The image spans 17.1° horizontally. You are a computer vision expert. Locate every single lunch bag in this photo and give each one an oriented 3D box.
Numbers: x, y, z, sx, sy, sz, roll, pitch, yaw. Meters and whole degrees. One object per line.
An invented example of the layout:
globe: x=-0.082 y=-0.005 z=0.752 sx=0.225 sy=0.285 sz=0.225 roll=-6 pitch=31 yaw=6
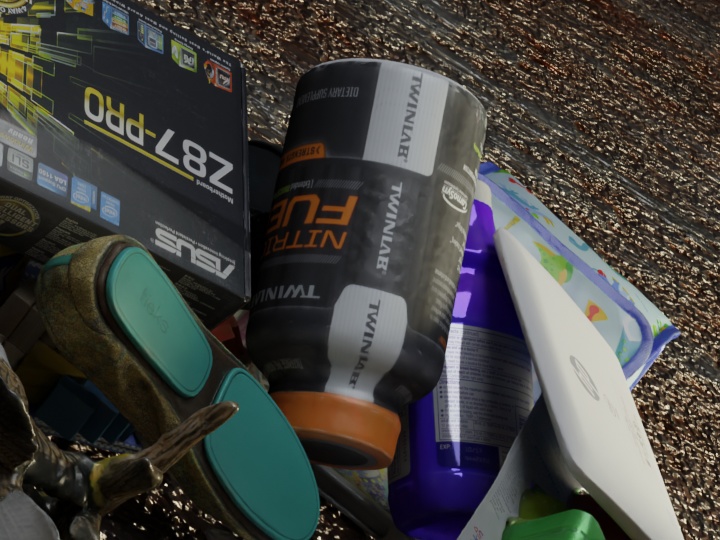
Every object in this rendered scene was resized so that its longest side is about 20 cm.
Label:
lunch bag: x=0.086 y=0.030 z=1.449 sx=0.170 sy=0.128 sz=0.200 roll=42 pitch=21 yaw=10

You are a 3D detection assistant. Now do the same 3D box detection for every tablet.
tablet: x=0.125 y=0.072 z=1.267 sx=0.130 sy=0.014 sz=0.200 roll=46 pitch=17 yaw=-34

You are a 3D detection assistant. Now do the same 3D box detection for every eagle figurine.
eagle figurine: x=-0.183 y=0.048 z=1.052 sx=0.200 sy=0.152 sz=0.151 roll=45 pitch=-17 yaw=-21

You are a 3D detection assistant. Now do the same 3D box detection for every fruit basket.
fruit basket: x=0.108 y=0.171 z=1.227 sx=0.186 sy=0.093 sz=0.200 roll=63 pitch=22 yaw=-15

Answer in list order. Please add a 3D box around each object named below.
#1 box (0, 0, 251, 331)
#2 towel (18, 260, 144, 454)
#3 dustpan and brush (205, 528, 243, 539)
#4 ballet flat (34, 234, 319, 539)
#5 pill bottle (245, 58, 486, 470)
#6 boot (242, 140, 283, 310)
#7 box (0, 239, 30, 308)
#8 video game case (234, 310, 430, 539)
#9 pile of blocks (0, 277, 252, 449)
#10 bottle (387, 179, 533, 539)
box: x=-0.144 y=-0.075 z=1.179 sx=0.199 sy=0.049 sz=0.162 roll=28 pitch=44 yaw=-33
towel: x=-0.167 y=0.024 z=1.266 sx=0.144 sy=0.024 sz=0.200 roll=19 pitch=31 yaw=-38
dustpan and brush: x=-0.025 y=0.179 z=1.112 sx=0.139 sy=0.058 sz=0.200 roll=18 pitch=6 yaw=-39
ballet flat: x=-0.090 y=0.061 z=1.151 sx=0.200 sy=0.070 sz=0.071 roll=55 pitch=11 yaw=-33
pill bottle: x=0.000 y=0.000 z=1.246 sx=0.106 sy=0.106 sz=0.201 roll=21 pitch=69 yaw=-30
boot: x=-0.094 y=-0.033 z=1.353 sx=0.167 sy=0.077 sz=0.200 roll=15 pitch=18 yaw=-37
box: x=-0.257 y=-0.046 z=1.184 sx=0.200 sy=0.065 sz=0.070 roll=37 pitch=23 yaw=18
video game case: x=-0.002 y=0.093 z=1.360 sx=0.200 sy=0.018 sz=0.143 roll=38 pitch=23 yaw=3
pile of blocks: x=-0.111 y=0.047 z=1.203 sx=0.199 sy=0.062 sz=0.082 roll=7 pitch=40 yaw=-51
bottle: x=0.053 y=0.048 z=1.310 sx=0.083 sy=0.065 sz=0.201 roll=13 pitch=63 yaw=-33
